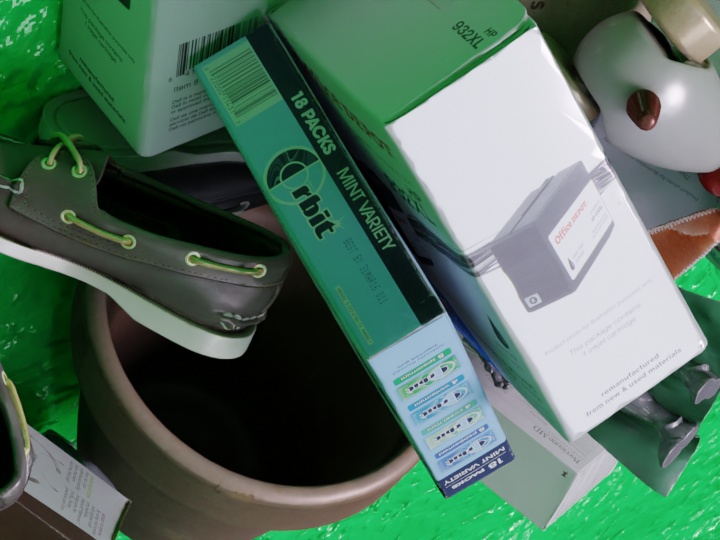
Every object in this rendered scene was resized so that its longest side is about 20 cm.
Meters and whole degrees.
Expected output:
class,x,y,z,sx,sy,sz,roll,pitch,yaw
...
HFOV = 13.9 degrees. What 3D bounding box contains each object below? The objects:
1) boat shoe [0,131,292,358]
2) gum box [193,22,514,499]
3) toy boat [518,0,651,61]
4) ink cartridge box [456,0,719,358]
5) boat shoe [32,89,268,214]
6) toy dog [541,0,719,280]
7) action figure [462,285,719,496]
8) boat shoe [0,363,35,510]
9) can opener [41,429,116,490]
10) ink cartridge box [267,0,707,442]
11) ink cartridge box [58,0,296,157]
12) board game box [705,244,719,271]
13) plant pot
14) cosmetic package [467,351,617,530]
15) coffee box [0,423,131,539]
class,x,y,z,sx,sy,sz,roll,pitch,yaw
boat shoe,-0.128,-0.030,1.375,0.060,0.200,0.072,-58,-170,24
gum box,0.000,0.000,1.386,0.045,0.170,0.200,-31,156,-1
toy boat,0.075,-0.190,1.430,0.130,0.131,0.200,-4,126,-12
ink cartridge box,0.138,-0.045,1.561,0.200,0.085,0.145,-55,-178,28
boat shoe,-0.078,-0.054,1.480,0.200,0.074,0.060,-9,137,-39
toy dog,0.163,-0.055,1.399,0.200,0.096,0.132,26,118,-22
action figure,0.088,0.020,1.486,0.055,0.200,0.118,-26,144,-55
boat shoe,-0.206,0.017,1.310,0.072,0.201,0.061,-32,-176,-18
can opener,-0.158,0.117,1.536,0.053,0.066,0.200,-44,-171,-9
ink cartridge box,0.057,-0.042,1.343,0.084,0.145,0.200,-35,124,-5
ink cartridge box,-0.053,-0.167,1.350,0.146,0.083,0.200,-23,146,-28
board game box,0.226,-0.061,1.692,0.043,0.199,0.200,-32,149,-16
plant pot,-0.074,0.067,1.556,0.200,0.200,0.175,-19,161,-33
cosmetic package,0.050,0.053,1.623,0.083,0.200,0.051,-30,154,-54
coffee box,-0.224,0.104,1.390,0.114,0.200,0.080,-51,-172,17
